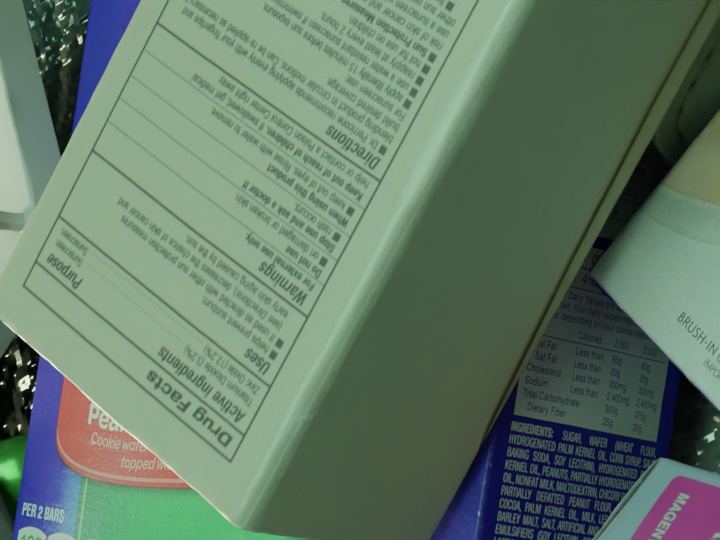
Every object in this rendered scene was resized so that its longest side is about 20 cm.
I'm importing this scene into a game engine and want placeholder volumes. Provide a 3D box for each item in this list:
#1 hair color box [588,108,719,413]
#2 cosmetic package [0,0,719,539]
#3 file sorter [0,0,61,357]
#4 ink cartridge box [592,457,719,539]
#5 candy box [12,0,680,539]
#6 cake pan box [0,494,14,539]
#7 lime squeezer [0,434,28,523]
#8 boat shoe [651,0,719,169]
[{"bbox_3d":[0.156,-0.036,0.643,0.200,0.065,0.109,-51,52,12],"label":"hair color box"},{"bbox_3d":[0.009,-0.048,0.658,0.103,0.073,0.201,37,105,36],"label":"cosmetic package"},{"bbox_3d":[-0.187,-0.009,0.838,0.200,0.124,0.139,-54,41,40],"label":"file sorter"},{"bbox_3d":[0.149,0.111,0.592,0.199,0.120,0.042,17,57,41],"label":"ink cartridge box"},{"bbox_3d":[0.000,0.000,0.754,0.169,0.077,0.201,4,83,43],"label":"candy box"},{"bbox_3d":[-0.132,0.183,0.812,0.200,0.052,0.185,-49,54,30],"label":"cake pan box"},{"bbox_3d":[-0.090,0.035,0.863,0.201,0.038,0.071,-61,20,8],"label":"lime squeezer"},{"bbox_3d":[0.123,-0.115,0.689,0.201,0.072,0.061,-52,53,3],"label":"boat shoe"}]
